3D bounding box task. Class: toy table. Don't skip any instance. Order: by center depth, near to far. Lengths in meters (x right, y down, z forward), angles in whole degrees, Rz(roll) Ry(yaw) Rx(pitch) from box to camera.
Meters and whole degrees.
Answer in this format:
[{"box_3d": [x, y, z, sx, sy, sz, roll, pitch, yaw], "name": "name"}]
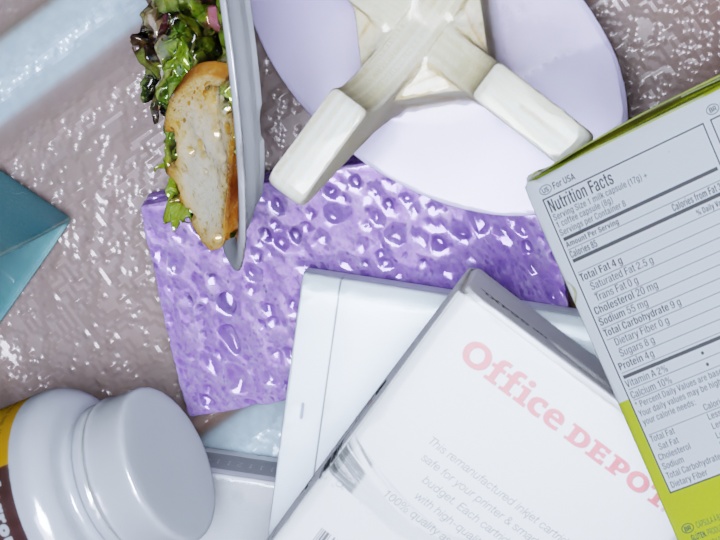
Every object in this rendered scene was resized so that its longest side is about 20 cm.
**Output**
[{"box_3d": [0.031, -0.106, 1.088, 0.199, 0.117, 0.184, 26, 94, 6], "name": "toy table"}]

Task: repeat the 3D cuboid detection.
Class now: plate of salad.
[{"box_3d": [-0.077, -0.098, 1.078, 0.048, 0.200, 0.201, -8, 105, -8], "name": "plate of salad"}]

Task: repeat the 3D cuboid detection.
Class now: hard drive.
[{"box_3d": [0.062, 0.079, 1.160, 0.199, 0.027, 0.133, 9, 99, 4], "name": "hard drive"}]

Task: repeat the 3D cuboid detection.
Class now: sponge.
[{"box_3d": [0.000, 0.000, 1.182, 0.199, 0.030, 0.112, -10, 104, 9], "name": "sponge"}]

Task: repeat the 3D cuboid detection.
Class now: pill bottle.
[{"box_3d": [-0.173, 0.125, 1.180, 0.199, 0.109, 0.110, -23, 101, 24], "name": "pill bottle"}]

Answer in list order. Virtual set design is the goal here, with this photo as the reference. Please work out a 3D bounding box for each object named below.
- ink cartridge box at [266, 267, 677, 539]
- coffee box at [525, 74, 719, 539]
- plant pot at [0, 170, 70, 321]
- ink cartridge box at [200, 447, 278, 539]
[{"box_3d": [0.048, 0.122, 1.112, 0.146, 0.084, 0.200, 37, 100, 0], "name": "ink cartridge box"}, {"box_3d": [0.226, -0.004, 1.009, 0.200, 0.199, 0.198, -26, 86, 34], "name": "coffee box"}, {"box_3d": [-0.274, -0.021, 1.161, 0.200, 0.141, 0.141, 39, 106, 4], "name": "plant pot"}, {"box_3d": [-0.003, 0.190, 1.227, 0.199, 0.045, 0.177, 8, 105, 5], "name": "ink cartridge box"}]
